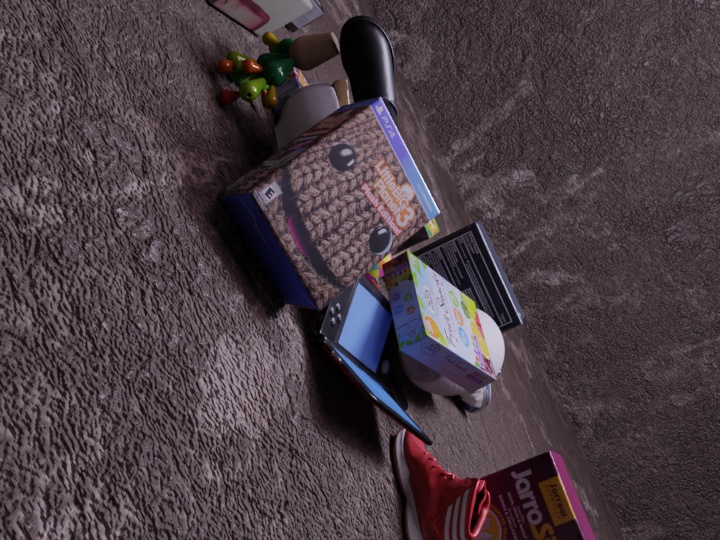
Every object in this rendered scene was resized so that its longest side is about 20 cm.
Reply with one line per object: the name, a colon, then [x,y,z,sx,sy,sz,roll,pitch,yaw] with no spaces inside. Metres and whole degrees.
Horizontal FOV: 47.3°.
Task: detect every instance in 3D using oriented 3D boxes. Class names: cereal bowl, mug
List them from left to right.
cereal bowl: [-0.074,-0.150,1.116,0.200,0.082,0.203,175,-90,-79]
mug: [0.125,0.120,1.379,0.199,0.149,0.175,39,16,25]

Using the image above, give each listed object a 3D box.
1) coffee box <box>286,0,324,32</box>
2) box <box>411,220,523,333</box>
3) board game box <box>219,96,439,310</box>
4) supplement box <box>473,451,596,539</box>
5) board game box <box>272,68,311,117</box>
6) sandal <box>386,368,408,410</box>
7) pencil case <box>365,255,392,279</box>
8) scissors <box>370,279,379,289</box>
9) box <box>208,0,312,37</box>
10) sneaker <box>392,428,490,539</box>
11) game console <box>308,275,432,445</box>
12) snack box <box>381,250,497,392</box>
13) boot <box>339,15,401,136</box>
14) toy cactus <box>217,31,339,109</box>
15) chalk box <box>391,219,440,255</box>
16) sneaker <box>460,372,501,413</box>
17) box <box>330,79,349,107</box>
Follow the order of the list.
coffee box: [-0.157,-0.567,1.571,0.200,0.079,0.116,40,29,-58]
box: [0.174,0.041,1.523,0.202,0.196,0.123,65,15,0]
board game box: [-0.033,-0.079,0.966,0.096,0.199,0.161,7,-48,60]
supplement box: [0.203,0.348,1.132,0.103,0.198,0.132,35,31,-62]
board game box: [-0.087,-0.231,1.316,0.200,0.061,0.201,53,20,-35]
sandal: [0.031,0.109,1.209,0.203,0.048,0.075,64,14,0]
pencil case: [0.012,-0.085,1.244,0.089,0.087,0.203,-89,179,-60]
scissors: [0.000,0.000,1.323,0.200,0.014,0.074,-1,71,-78]
box: [-0.175,-0.472,1.300,0.129,0.108,0.200,66,14,6]
sneaker: [0.113,0.281,1.087,0.079,0.114,0.202,51,20,-41]
game console: [0.033,0.107,1.060,0.200,0.117,0.174,46,57,-52]
snack box: [0.115,0.077,1.188,0.199,0.053,0.144,34,34,-45]
boot: [0.020,-0.214,1.093,0.164,0.072,0.200,-95,175,-50]
toy cactus: [-0.107,-0.280,1.138,0.200,0.163,0.103,-60,134,-64]
chalk box: [0.043,-0.130,1.484,0.202,0.124,0.124,66,15,0]
sneaker: [0.193,0.203,1.575,0.201,0.113,0.081,95,-15,-55]
box: [-0.030,-0.151,1.159,0.163,0.021,0.203,-174,-102,-80]
